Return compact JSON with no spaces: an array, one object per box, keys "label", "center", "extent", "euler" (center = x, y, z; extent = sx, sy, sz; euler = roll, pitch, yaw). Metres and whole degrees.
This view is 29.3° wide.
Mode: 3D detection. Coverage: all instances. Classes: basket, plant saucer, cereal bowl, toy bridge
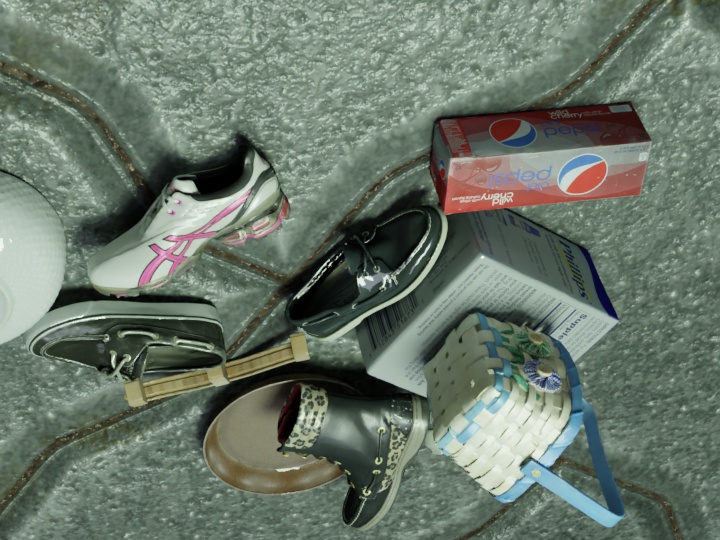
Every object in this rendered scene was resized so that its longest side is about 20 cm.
[{"label":"basket","center":[0.165,0.146,1.327],"extent":[0.199,0.177,0.139],"euler":[34,114,-26]},{"label":"plant saucer","center":[-0.079,0.179,1.544],"extent":[0.198,0.032,0.201],"euler":[-7,135,-7]},{"label":"cereal bowl","center":[-0.366,0.005,1.256],"extent":[0.198,0.084,0.201],"euler":[-8,136,-8]},{"label":"toy bridge","center":[-0.150,0.105,1.435],"extent":[0.198,0.027,0.067],"euler":[-15,170,-2]}]

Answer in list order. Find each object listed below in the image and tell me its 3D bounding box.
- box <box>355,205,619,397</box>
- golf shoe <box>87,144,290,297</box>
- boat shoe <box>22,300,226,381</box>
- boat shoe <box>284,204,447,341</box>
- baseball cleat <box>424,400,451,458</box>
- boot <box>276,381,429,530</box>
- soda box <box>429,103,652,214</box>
[{"label":"box","center":[0.125,0.042,1.413],"extent":[0.199,0.105,0.184],"euler":[24,123,-33]},{"label":"golf shoe","center":[-0.169,-0.049,1.271],"extent":[0.199,0.073,0.092],"euler":[-28,129,-2]},{"label":"boat shoe","center":[-0.229,0.072,1.358],"extent":[0.198,0.064,0.071],"euler":[-3,144,-20]},{"label":"boat shoe","center":[-0.001,-0.002,1.357],"extent":[0.199,0.075,0.066],"euler":[-35,145,32]},{"label":"baseball cleat","center":[0.143,0.156,1.557],"extent":[0.069,0.107,0.199],"euler":[0,179,36]},{"label":"boot","center":[-0.026,0.201,1.513],"extent":[0.153,0.074,0.204],"euler":[10,129,-20]},{"label":"soda box","center":[0.169,-0.107,1.308],"extent":[0.198,0.064,0.070],"euler":[-5,134,-10]}]
